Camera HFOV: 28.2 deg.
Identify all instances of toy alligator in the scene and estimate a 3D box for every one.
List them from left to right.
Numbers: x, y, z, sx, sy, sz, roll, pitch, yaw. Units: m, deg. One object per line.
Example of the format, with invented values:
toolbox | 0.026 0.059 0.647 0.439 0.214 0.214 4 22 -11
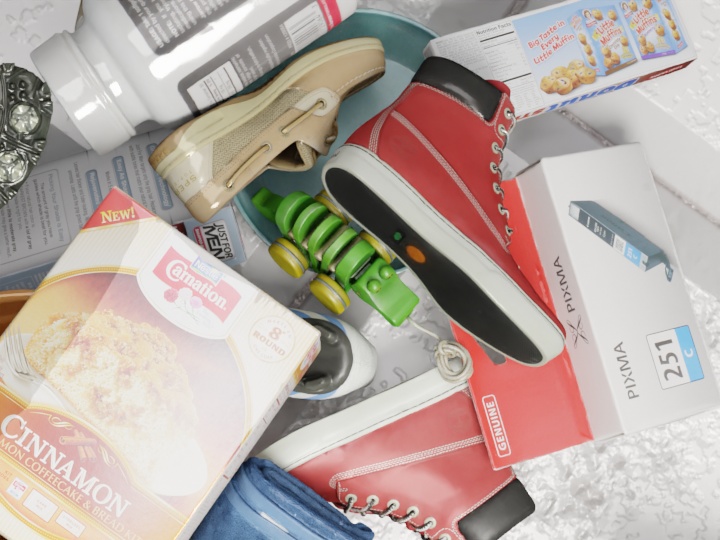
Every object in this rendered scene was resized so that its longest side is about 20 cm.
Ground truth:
toy alligator | 0.000 0.000 0.970 0.200 0.054 0.059 40 76 16

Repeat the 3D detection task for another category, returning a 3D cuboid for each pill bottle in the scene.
pill bottle | -0.111 -0.163 0.938 0.199 0.111 0.111 -34 83 -4

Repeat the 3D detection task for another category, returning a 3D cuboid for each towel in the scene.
towel | -0.079 0.226 0.940 0.111 0.049 0.201 32 111 5

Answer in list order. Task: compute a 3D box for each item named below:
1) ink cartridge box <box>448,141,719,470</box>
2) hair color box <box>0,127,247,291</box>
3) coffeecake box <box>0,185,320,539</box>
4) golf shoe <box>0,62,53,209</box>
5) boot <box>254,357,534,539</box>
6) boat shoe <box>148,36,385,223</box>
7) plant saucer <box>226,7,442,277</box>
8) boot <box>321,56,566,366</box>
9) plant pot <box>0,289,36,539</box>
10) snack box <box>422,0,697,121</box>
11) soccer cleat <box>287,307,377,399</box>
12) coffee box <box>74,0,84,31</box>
ink cartridge box | 0.147 0.021 1.000 0.175 0.045 0.201 -12 80 -27
hair color box | -0.188 -0.029 0.997 0.199 0.061 0.099 -18 49 -4
coffeecake box | -0.141 0.079 0.854 0.153 0.073 0.200 34 80 5
golf shoe | -0.269 -0.050 0.912 0.077 0.088 0.200 36 94 -16
boot | 0.014 0.163 0.982 0.199 0.072 0.145 -23 83 -9
boat shoe | -0.051 -0.095 0.973 0.200 0.071 0.065 -34 87 -31
plant saucer | -0.002 -0.090 1.047 0.199 0.036 0.201 0 81 -1
boot | 0.089 -0.045 0.960 0.200 0.072 0.144 46 64 -5
plant pot | -0.212 0.121 0.951 0.199 0.140 0.202 0 81 -2
snack box | 0.148 -0.158 1.048 0.199 0.024 0.072 -19 81 -18
soccer cleat | -0.081 0.053 1.009 0.199 0.086 0.070 12 87 24
coffee box | -0.130 -0.248 1.046 0.114 0.080 0.201 11 81 -2
